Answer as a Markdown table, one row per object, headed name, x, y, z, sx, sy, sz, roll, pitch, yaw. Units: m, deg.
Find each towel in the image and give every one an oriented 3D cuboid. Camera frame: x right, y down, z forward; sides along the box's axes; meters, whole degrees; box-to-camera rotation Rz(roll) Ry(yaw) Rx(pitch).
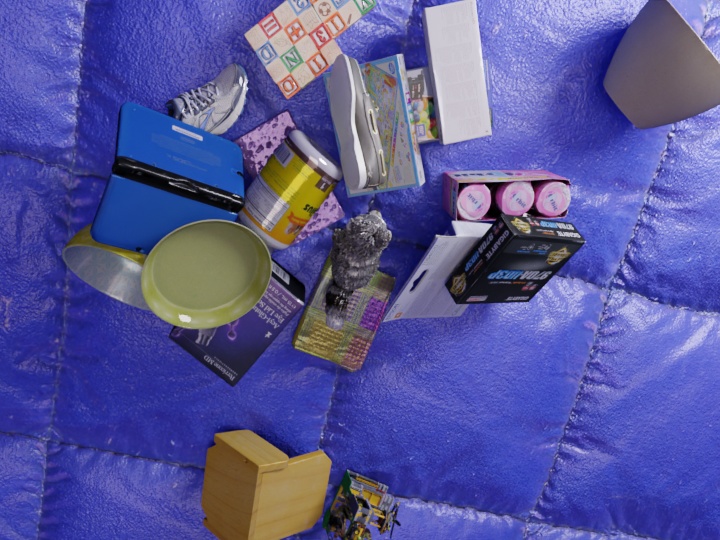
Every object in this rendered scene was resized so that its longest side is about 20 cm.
| name | x | y | z | sx | sy | sz | roll | pitch | yaw |
| --- | --- | --- | --- | --- | --- | --- | --- | --- | --- |
| towel | -0.032 | 0.080 | 1.106 | 0.140 | 0.023 | 0.204 | 21 | 103 | -9 |

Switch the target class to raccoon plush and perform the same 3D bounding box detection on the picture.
| name | x | y | z | sx | sy | sz | roll | pitch | yaw |
| --- | --- | --- | --- | --- | --- | --- | --- | --- | --- |
| raccoon plush | 0.000 | 0.000 | 1.003 | 0.094 | 0.134 | 0.206 | 5 | 85 | -11 |

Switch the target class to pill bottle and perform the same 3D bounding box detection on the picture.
| name | x | y | z | sx | sy | sz | roll | pitch | yaw |
| --- | --- | --- | --- | --- | --- | --- | --- | --- | --- |
| pill bottle | -0.125 | -0.113 | 0.966 | 0.108 | 0.110 | 0.201 | 37 | 103 | -14 |

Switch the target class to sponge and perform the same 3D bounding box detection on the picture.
| name | x | y | z | sx | sy | sz | roll | pitch | yaw |
| --- | --- | --- | --- | --- | --- | --- | --- | --- | --- |
| sponge | -0.120 | -0.155 | 1.026 | 0.110 | 0.030 | 0.203 | -28 | 107 | 5 |

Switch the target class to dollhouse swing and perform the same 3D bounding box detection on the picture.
| name | x | y | z | sx | sy | sz | roll | pitch | yaw |
| --- | --- | --- | --- | --- | --- | --- | --- | --- | --- |
| dollhouse swing | -0.184 | 0.416 | 1.185 | 0.179 | 0.174 | 0.206 | 21 | 109 | 33 |

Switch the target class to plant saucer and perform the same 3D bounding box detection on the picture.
| name | x | y | z | sx | sy | sz | roll | pitch | yaw |
| --- | --- | --- | --- | --- | --- | --- | --- | --- | --- |
| plant saucer | -0.233 | 0.002 | 0.918 | 0.195 | 0.031 | 0.204 | -14 | 131 | -17 |

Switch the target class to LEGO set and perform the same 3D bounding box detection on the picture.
| name | x | y | z | sx | sy | sz | roll | pitch | yaw |
| --- | --- | --- | --- | --- | --- | --- | --- | --- | --- |
| LEGO set | 0.011 | 0.484 | 1.150 | 0.114 | 0.200 | 0.157 | 24 | 83 | -13 |

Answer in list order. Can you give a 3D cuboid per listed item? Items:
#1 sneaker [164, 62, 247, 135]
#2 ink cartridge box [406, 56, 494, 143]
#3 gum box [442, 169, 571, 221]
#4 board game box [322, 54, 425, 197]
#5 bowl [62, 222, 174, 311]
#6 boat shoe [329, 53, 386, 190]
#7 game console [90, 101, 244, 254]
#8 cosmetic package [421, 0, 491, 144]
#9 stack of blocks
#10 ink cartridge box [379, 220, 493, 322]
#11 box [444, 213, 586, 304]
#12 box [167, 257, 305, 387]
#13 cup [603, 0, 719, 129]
| name | x | y | z | sx | sy | sz | roll | pitch | yaw |
| --- | --- | --- | --- | --- | --- | --- | --- | --- | --- |
| sneaker | -0.255 | -0.246 | 0.947 | 0.201 | 0.077 | 0.085 | -50 | 143 | 9 |
| ink cartridge box | 0.129 | -0.280 | 1.006 | 0.194 | 0.042 | 0.123 | -10 | 107 | -3 |
| gum box | 0.245 | -0.128 | 1.019 | 0.194 | 0.114 | 0.068 | -2 | 107 | -4 |
| board game box | 0.023 | -0.231 | 0.984 | 0.131 | 0.034 | 0.205 | -5 | 107 | 23 |
| bowl | -0.370 | -0.029 | 0.990 | 0.196 | 0.200 | 0.110 | 23 | 61 | -10 |
| boat shoe | -0.003 | -0.230 | 0.938 | 0.059 | 0.072 | 0.208 | -9 | 91 | -28 |
| game console | -0.286 | -0.123 | 0.909 | 0.197 | 0.175 | 0.118 | 17 | 143 | -37 |
| cosmetic package | 0.151 | -0.309 | 0.952 | 0.080 | 0.051 | 0.206 | -9 | 103 | 2 |
| stack of blocks | -0.070 | -0.379 | 0.950 | 0.198 | 0.059 | 0.116 | -36 | 106 | 6 |
| ink cartridge box | 0.141 | 0.004 | 1.005 | 0.196 | 0.041 | 0.201 | -1 | 136 | -38 |
| box | 0.254 | -0.014 | 0.989 | 0.196 | 0.047 | 0.160 | 1 | 137 | -39 |
| box | -0.210 | 0.069 | 1.045 | 0.147 | 0.105 | 0.201 | 38 | 100 | -14 |
| cup | 0.476 | -0.312 | 0.960 | 0.199 | 0.202 | 0.143 | 40 | 124 | -14 |
